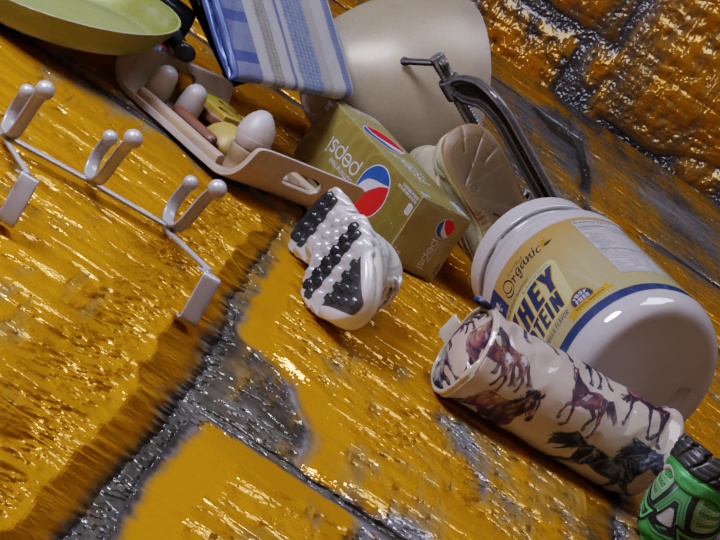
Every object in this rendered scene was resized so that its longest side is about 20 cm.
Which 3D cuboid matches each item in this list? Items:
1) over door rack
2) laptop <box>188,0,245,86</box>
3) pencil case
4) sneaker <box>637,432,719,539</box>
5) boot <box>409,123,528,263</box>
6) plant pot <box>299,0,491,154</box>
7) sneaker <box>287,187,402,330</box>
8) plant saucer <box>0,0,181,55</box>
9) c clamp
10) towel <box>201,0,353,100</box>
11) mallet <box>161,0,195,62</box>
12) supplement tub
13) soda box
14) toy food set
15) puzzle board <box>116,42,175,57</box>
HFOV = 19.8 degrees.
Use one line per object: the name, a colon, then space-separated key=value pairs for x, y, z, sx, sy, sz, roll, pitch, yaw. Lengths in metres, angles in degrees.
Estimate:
over door rack: x=-0.161 y=-0.055 z=1.347 sx=0.147 sy=0.067 sz=0.200 roll=29 pitch=14 yaw=-19
laptop: x=-0.111 y=-0.268 z=1.886 sx=0.178 sy=0.103 sz=0.200 roll=64 pitch=-7 yaw=-6
pencil case: x=0.149 y=0.097 z=1.538 sx=0.199 sy=0.078 sz=0.090 roll=29 pitch=28 yaw=-20
sneaker: x=0.232 y=0.176 z=1.479 sx=0.078 sy=0.085 sz=0.200 roll=40 pitch=-2 yaw=23
boot: x=0.110 y=-0.031 z=1.890 sx=0.201 sy=0.072 sz=0.155 roll=63 pitch=-16 yaw=-4
plant pot: x=0.019 y=-0.182 z=2.009 sx=0.134 sy=0.202 sz=0.200 roll=8 pitch=24 yaw=-27
sneaker: x=0.000 y=0.000 z=1.550 sx=0.081 sy=0.075 sz=0.200 roll=40 pitch=11 yaw=-17
plant saucer: x=-0.249 y=-0.222 z=1.721 sx=0.198 sy=0.031 sz=0.200 roll=18 pitch=19 yaw=-6
c clamp: x=0.123 y=-0.115 z=1.871 sx=0.201 sy=0.027 sz=0.171 roll=58 pitch=-14 yaw=-14
towel: x=-0.080 y=-0.225 z=1.835 sx=0.200 sy=0.024 sz=0.148 roll=0 pitch=69 yaw=-59
mallet: x=-0.164 y=-0.212 z=1.856 sx=0.066 sy=0.041 sz=0.200 roll=31 pitch=9 yaw=-28
supplement tub: x=0.186 y=0.039 z=1.690 sx=0.144 sy=0.145 sz=0.200 roll=25 pitch=16 yaw=-35
soda box: x=0.017 y=-0.076 z=1.853 sx=0.064 sy=0.068 sz=0.200 roll=23 pitch=17 yaw=-37
toy food set: x=-0.102 y=-0.126 z=1.747 sx=0.200 sy=0.061 sz=0.143 roll=42 pitch=15 yaw=37
puzzle board: x=-0.235 y=-0.235 z=1.918 sx=0.150 sy=0.017 sz=0.200 roll=32 pitch=13 yaw=-13
